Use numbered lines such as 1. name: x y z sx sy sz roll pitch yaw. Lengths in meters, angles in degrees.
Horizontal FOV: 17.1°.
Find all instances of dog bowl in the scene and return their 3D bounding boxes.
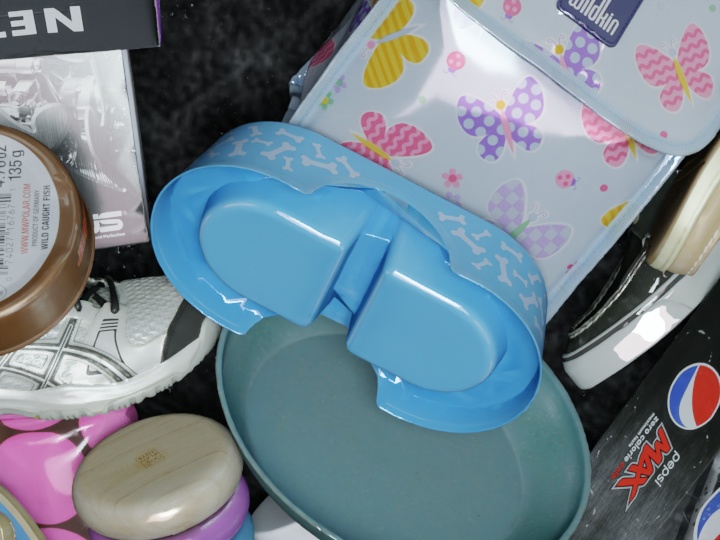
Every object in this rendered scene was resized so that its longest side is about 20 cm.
1. dog bowl: 0.000 0.000 1.132 0.199 0.050 0.112 28 138 1

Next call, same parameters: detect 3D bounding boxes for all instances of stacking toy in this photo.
1. stacking toy: -0.079 0.174 1.190 0.085 0.086 0.201 -14 120 0

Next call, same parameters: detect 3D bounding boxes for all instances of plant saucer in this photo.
1. plant saucer: 0.017 0.080 1.180 0.199 0.201 0.036 23 130 -7

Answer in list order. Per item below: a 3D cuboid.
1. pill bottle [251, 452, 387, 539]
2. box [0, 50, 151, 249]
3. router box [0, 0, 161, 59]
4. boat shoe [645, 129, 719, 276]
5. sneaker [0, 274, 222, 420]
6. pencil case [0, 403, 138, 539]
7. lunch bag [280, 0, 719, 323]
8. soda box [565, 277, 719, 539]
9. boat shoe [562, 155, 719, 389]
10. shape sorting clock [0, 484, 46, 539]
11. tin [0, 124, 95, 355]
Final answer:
1. pill bottle: 0.026 0.194 1.228 0.111 0.111 0.201 -29 101 3
2. box: -0.211 -0.082 1.191 0.199 0.048 0.159 -7 102 -2
3. router box: -0.195 -0.166 1.126 0.199 0.150 0.051 -6 142 -2
4. boat shoe: 0.212 -0.068 1.152 0.065 0.072 0.200 39 72 0
5. sneaker: -0.166 0.025 1.165 0.199 0.076 0.088 -14 115 -9
6. pencil case: -0.151 0.153 1.225 0.093 0.091 0.201 -4 100 4
7. lunch bag: 0.081 -0.101 1.154 0.169 0.127 0.200 38 107 -11
8. soda box: 0.164 0.098 1.191 0.063 0.071 0.200 21 111 -40
9. boat shoe: 0.163 -0.028 1.213 0.064 0.071 0.200 43 85 -5
10. shape sorting clock: -0.220 0.187 1.204 0.199 0.039 0.201 8 104 34
11. tin: -0.226 -0.014 1.127 0.199 0.042 0.113 -3 60 4
